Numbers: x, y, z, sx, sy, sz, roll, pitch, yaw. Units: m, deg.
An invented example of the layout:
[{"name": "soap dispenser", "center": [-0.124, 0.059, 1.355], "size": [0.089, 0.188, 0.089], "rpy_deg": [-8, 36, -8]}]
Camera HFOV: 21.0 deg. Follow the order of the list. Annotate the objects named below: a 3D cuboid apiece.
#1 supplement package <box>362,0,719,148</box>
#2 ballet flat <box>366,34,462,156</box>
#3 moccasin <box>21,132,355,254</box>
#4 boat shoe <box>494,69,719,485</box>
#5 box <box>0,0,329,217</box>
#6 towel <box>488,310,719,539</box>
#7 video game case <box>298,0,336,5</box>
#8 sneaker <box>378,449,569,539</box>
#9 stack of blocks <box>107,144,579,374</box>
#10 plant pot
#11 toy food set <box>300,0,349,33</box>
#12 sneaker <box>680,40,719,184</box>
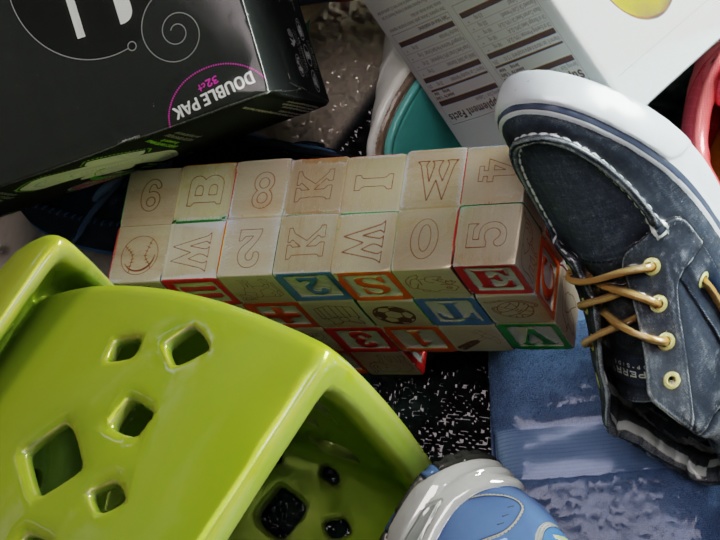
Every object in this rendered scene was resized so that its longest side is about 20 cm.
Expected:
[{"name": "supplement package", "center": [0.079, -0.181, 0.886], "size": [0.152, 0.150, 0.201], "rpy_deg": [-40, 102, -21]}, {"name": "ballet flat", "center": [0.053, -0.124, 0.995], "size": [0.069, 0.070, 0.201], "rpy_deg": [31, 72, 21]}, {"name": "moccasin", "center": [-0.085, -0.052, 0.982], "size": [0.198, 0.068, 0.081], "rpy_deg": [-1, 67, 14]}, {"name": "boat shoe", "center": [0.115, 0.007, 0.806], "size": [0.070, 0.200, 0.092], "rpy_deg": [-4, 53, 46]}, {"name": "box", "center": [-0.138, -0.116, 0.889], "size": [0.198, 0.124, 0.150], "rpy_deg": [-18, 88, 11]}, {"name": "towel", "center": [0.115, 0.097, 0.890], "size": [0.110, 0.049, 0.202], "rpy_deg": [-5, 66, 10]}, {"name": "video game case", "center": [-0.082, -0.193, 1.010], "size": [0.198, 0.019, 0.144], "rpy_deg": [-7, 61, 11]}, {"name": "sneaker", "center": [0.024, 0.179, 0.828], "size": [0.077, 0.075, 0.202], "rpy_deg": [32, 102, 42]}, {"name": "stack of blocks", "center": [0.000, 0.000, 0.895], "size": [0.198, 0.115, 0.059], "rpy_deg": [-3, 64, 25]}, {"name": "plant pot", "center": [-0.101, 0.114, 0.850], "size": [0.180, 0.199, 0.201], "rpy_deg": [26, 75, 27]}, {"name": "toy food set", "center": [-0.081, -0.184, 1.044], "size": [0.196, 0.049, 0.202], "rpy_deg": [-11, 60, 8]}, {"name": "sneaker", "center": [0.194, -0.096, 0.934], "size": [0.073, 0.087, 0.202], "rpy_deg": [7, 69, 13]}]
